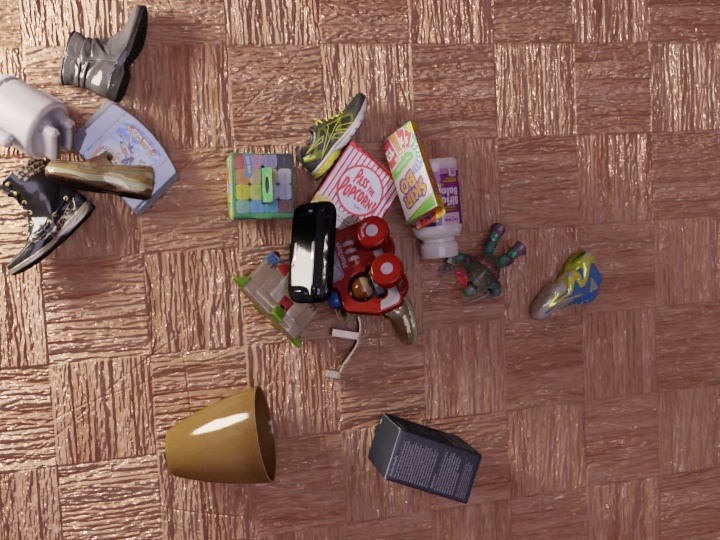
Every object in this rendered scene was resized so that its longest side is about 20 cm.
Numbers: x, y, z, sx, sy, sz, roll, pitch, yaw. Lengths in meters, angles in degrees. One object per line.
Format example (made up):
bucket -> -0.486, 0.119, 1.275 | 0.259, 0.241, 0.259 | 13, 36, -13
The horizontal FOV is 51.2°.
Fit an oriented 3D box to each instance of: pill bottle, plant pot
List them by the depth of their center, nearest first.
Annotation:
plant pot -> -0.281, 0.343, 1.496 | 0.194, 0.186, 0.192 | -11, 96, 0
pill bottle -> 0.159, -0.131, 1.592 | 0.109, 0.112, 0.206 | -7, 95, -12

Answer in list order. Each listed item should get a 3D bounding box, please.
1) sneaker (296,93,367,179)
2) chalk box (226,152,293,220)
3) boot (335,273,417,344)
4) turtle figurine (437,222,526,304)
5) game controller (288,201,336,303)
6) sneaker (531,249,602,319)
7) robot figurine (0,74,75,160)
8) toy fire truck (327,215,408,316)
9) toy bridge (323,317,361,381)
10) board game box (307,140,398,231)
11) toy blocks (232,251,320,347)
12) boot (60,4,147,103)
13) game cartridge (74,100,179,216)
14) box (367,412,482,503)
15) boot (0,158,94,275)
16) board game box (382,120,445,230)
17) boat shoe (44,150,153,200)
sneaker -> -0.059, -0.290, 1.550 | 0.084, 0.074, 0.202 | 34, 86, -12
chalk box -> -0.196, -0.162, 1.461 | 0.120, 0.200, 0.129 | -2, 94, -13
boot -> 0.028, 0.083, 1.573 | 0.152, 0.072, 0.205 | -24, 93, -30
turtle figurine -> 0.268, 0.000, 1.637 | 0.150, 0.100, 0.200 | 46, 78, -12
game controller -> -0.097, -0.037, 1.494 | 0.042, 0.102, 0.206 | 17, 72, -49
sneaker -> 0.478, 0.055, 1.697 | 0.105, 0.076, 0.200 | 45, 82, -12
robot figurine -> -0.622, -0.283, 1.384 | 0.197, 0.170, 0.114 | 30, 129, 7
toy fire truck -> 0.000, 0.000, 1.499 | 0.164, 0.112, 0.204 | -21, 69, 3
toy bridge -> -0.033, 0.136, 1.606 | 0.065, 0.027, 0.206 | 9, 90, -15
board game box -> -0.021, -0.144, 1.581 | 0.150, 0.046, 0.203 | 35, 85, -13
toy blocks -> -0.150, 0.038, 1.549 | 0.200, 0.100, 0.137 | 46, 72, -13
boot -> -0.496, -0.437, 1.445 | 0.128, 0.070, 0.205 | 20, 81, -4
game cartridge -> -0.460, -0.226, 1.480 | 0.133, 0.042, 0.200 | -44, 101, -3
box -> 0.134, 0.397, 1.599 | 0.195, 0.148, 0.110 | 20, 89, -13
boot -> -0.626, -0.106, 1.428 | 0.200, 0.073, 0.151 | -44, 103, -11
board game box -> 0.108, -0.192, 1.537 | 0.030, 0.095, 0.205 | -11, 78, -42
boat shoe -> -0.493, -0.190, 1.430 | 0.195, 0.071, 0.079 | 10, 79, -23
